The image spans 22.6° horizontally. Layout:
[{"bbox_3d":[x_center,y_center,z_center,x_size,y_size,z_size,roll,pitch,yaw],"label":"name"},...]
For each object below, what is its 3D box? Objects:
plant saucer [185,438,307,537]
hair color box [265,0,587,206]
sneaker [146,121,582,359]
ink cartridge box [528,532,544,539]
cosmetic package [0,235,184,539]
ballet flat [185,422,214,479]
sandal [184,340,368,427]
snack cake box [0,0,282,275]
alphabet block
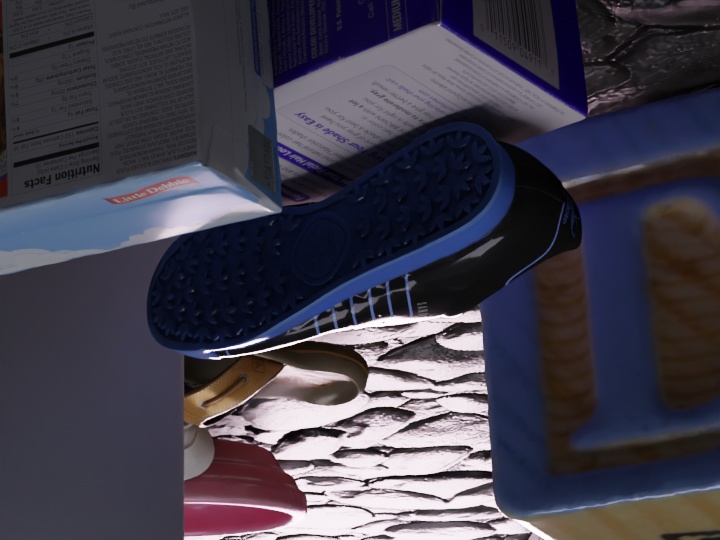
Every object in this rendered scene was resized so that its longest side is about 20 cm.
[{"bbox_3d":[-0.138,0.158,1.313,0.198,0.051,0.201,0,164,0],"label":"plant saucer"},{"bbox_3d":[-0.018,-0.076,0.749,0.199,0.065,0.109,-20,153,33],"label":"hair color box"},{"bbox_3d":[0.000,0.000,0.767,0.199,0.071,0.078,-19,150,34],"label":"sneaker"},{"bbox_3d":[0.229,0.252,1.563,0.146,0.086,0.200,-2,157,-3],"label":"ink cartridge box"},{"bbox_3d":[-0.168,0.069,0.907,0.122,0.201,0.200,6,157,-19],"label":"cosmetic package"},{"bbox_3d":[-0.160,0.090,1.155,0.199,0.070,0.069,19,150,-39],"label":"ballet flat"},{"bbox_3d":[-0.083,0.071,1.118,0.199,0.054,0.080,10,155,-29],"label":"sandal"},{"bbox_3d":[-0.134,-0.063,0.691,0.198,0.116,0.067,-11,163,21],"label":"snack cake box"},{"bbox_3d":[0.181,0.040,0.889,0.195,0.197,0.200,-10,158,22],"label":"alphabet block"}]
